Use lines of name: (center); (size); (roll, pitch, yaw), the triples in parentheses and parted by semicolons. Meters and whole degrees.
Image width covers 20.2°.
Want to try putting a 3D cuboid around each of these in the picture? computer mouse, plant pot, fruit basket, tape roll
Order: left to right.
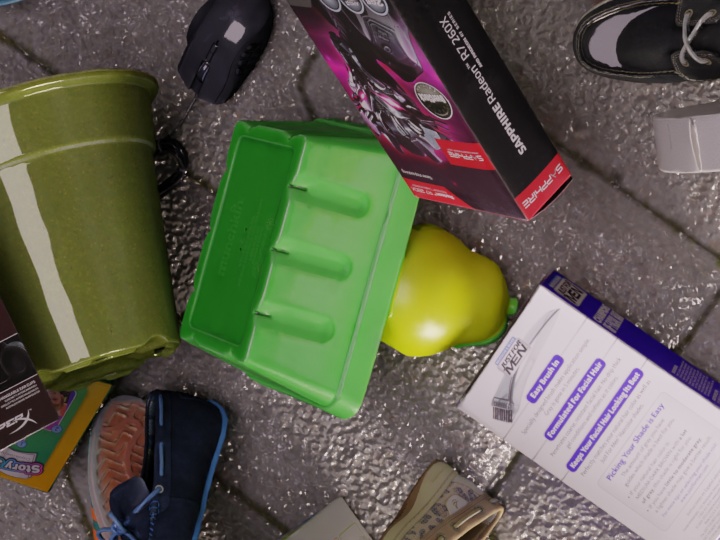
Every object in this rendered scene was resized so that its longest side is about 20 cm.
plant pot: (-0.211, -0.017, 1.427); (0.200, 0.200, 0.190); (-21, 80, 21)
computer mouse: (-0.128, -0.125, 1.489); (0.059, 0.034, 0.200); (36, 109, 10)
fruit basket: (0.000, 0.000, 1.423); (0.155, 0.215, 0.216); (17, 107, 53)
tape roll: (0.283, -0.094, 1.263); (0.202, 0.203, 0.037); (-7, 97, 20)

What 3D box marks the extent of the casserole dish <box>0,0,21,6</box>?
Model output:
casserole dish: (-0.306, -0.255, 1.527); (0.199, 0.039, 0.122); (-6, 96, 19)

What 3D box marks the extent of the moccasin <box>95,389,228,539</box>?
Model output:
moccasin: (-0.154, 0.176, 1.470); (0.068, 0.200, 0.081); (25, 135, -14)

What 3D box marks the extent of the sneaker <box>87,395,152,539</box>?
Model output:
sneaker: (-0.177, 0.198, 1.537); (0.080, 0.071, 0.201); (-34, 63, 60)

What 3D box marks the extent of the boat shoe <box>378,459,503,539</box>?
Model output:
boat shoe: (0.041, 0.207, 1.399); (0.063, 0.200, 0.073); (25, 132, 9)

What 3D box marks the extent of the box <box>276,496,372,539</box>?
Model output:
box: (-0.058, 0.255, 1.435); (0.112, 0.200, 0.101); (-37, 86, 21)

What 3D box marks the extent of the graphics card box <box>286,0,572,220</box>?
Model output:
graphics card box: (0.038, -0.124, 1.275); (0.125, 0.051, 0.200); (17, 146, 54)

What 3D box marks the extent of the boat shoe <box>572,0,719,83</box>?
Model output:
boat shoe: (0.234, -0.161, 1.341); (0.199, 0.068, 0.072); (-2, 100, 21)

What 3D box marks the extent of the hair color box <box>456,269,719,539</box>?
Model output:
hair color box: (0.180, 0.102, 1.398); (0.200, 0.065, 0.109); (35, 108, 5)

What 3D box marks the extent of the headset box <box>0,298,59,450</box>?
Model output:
headset box: (-0.296, 0.031, 1.361); (0.149, 0.077, 0.200); (-16, 100, 64)

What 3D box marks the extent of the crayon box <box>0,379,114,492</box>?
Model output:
crayon box: (-0.296, 0.078, 1.504); (0.200, 0.058, 0.119); (22, 121, -21)
